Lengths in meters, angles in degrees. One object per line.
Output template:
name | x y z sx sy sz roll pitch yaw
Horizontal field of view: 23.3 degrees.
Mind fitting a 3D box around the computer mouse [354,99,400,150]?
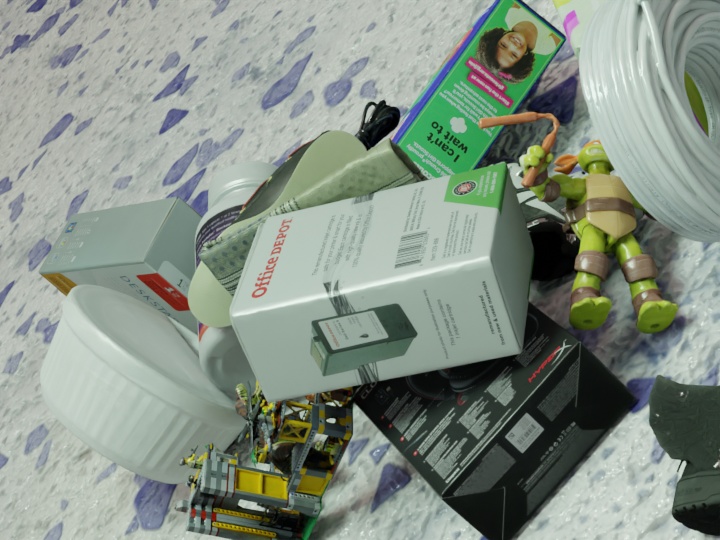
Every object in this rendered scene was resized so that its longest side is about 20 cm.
computer mouse | -0.022 -0.076 1.644 0.110 0.044 0.200 -60 4 -26

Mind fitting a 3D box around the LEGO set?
LEGO set | -0.081 0.124 1.385 0.201 0.115 0.155 117 161 -49

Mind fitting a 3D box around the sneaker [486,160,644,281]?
sneaker | 0.134 -0.036 1.404 0.199 0.067 0.091 7 55 54

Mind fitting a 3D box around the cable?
cable | 0.239 -0.117 1.230 0.069 0.199 0.202 -21 61 46

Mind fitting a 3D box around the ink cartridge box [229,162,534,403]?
ink cartridge box | 0.019 0.008 1.280 0.198 0.085 0.146 -12 29 17

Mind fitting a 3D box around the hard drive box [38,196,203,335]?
hard drive box | -0.195 0.011 1.703 0.199 0.156 0.077 -6 49 51

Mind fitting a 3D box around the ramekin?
ramekin | -0.194 0.107 1.556 0.095 0.201 0.202 -57 28 9

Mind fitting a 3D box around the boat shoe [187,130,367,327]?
boat shoe | -0.070 -0.032 1.467 0.202 0.074 0.063 -50 7 -9

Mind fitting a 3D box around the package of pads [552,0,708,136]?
package of pads | 0.210 -0.183 1.393 0.068 0.155 0.201 -29 35 14

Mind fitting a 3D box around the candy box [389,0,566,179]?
candy box | 0.078 -0.125 1.520 0.201 0.077 0.169 -56 4 -14

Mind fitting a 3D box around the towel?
towel | 0.000 0.000 1.402 0.199 0.193 0.035 -28 33 22

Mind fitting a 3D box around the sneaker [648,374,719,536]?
sneaker | 0.255 0.105 1.078 0.199 0.060 0.105 -16 46 49

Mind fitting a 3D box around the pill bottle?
pill bottle | -0.092 0.003 1.557 0.111 0.111 0.201 -32 44 26

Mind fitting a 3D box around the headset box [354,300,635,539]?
headset box | 0.090 0.091 1.303 0.149 0.075 0.200 -48 29 -1

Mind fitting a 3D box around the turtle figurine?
turtle figurine | 0.172 -0.036 1.280 0.064 0.198 0.163 -44 41 51
